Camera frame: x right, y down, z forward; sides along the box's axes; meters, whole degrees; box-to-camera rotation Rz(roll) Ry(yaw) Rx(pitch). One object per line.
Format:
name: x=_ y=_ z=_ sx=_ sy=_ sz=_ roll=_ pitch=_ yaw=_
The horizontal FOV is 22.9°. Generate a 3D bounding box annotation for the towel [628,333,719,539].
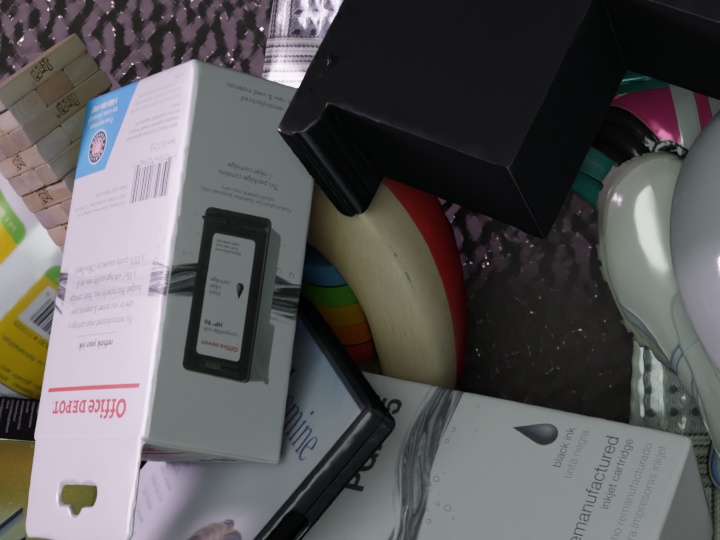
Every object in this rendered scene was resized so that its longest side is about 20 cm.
towel: x=0.221 y=0.098 z=0.843 sx=0.191 sy=0.035 sz=0.202 roll=0 pitch=88 yaw=-4

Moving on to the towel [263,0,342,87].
towel: x=0.035 y=-0.148 z=0.872 sx=0.199 sy=0.034 sz=0.194 roll=10 pitch=88 yaw=38

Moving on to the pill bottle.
pill bottle: x=-0.208 y=0.041 z=0.943 sx=0.200 sy=0.111 sz=0.111 roll=-45 pitch=78 yaw=11

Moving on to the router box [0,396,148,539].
router box: x=-0.176 y=0.165 z=0.904 sx=0.156 sy=0.052 sz=0.201 roll=5 pitch=109 yaw=-8

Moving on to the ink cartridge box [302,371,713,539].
ink cartridge box: x=0.038 y=0.134 z=0.788 sx=0.199 sy=0.083 sz=0.147 roll=9 pitch=57 yaw=27

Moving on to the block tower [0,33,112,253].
block tower: x=-0.106 y=-0.014 z=0.862 sx=0.058 sy=0.054 sz=0.201 roll=-41 pitch=105 yaw=-29

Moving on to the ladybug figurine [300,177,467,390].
ladybug figurine: x=0.000 y=0.000 z=0.866 sx=0.135 sy=0.201 sz=0.072 roll=28 pitch=56 yaw=35

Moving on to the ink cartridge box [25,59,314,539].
ink cartridge box: x=-0.082 y=0.021 z=0.773 sx=0.116 sy=0.067 sz=0.202 roll=-8 pitch=72 yaw=58

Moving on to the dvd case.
dvd case: x=-0.072 y=0.110 z=0.782 sx=0.018 sy=0.143 sz=0.200 roll=38 pitch=95 yaw=-24

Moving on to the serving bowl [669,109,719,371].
serving bowl: x=0.232 y=-0.014 z=0.737 sx=0.199 sy=0.066 sz=0.201 roll=5 pitch=64 yaw=-10

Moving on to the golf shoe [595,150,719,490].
golf shoe: x=0.170 y=0.036 z=0.776 sx=0.078 sy=0.097 sz=0.201 roll=-27 pitch=89 yaw=-3

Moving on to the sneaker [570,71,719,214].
sneaker: x=0.168 y=-0.046 z=0.853 sx=0.199 sy=0.084 sz=0.122 roll=22 pitch=95 yaw=16

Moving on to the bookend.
bookend: x=0.105 y=-0.094 z=0.720 sx=0.199 sy=0.092 sz=0.200 roll=21 pitch=77 yaw=23
